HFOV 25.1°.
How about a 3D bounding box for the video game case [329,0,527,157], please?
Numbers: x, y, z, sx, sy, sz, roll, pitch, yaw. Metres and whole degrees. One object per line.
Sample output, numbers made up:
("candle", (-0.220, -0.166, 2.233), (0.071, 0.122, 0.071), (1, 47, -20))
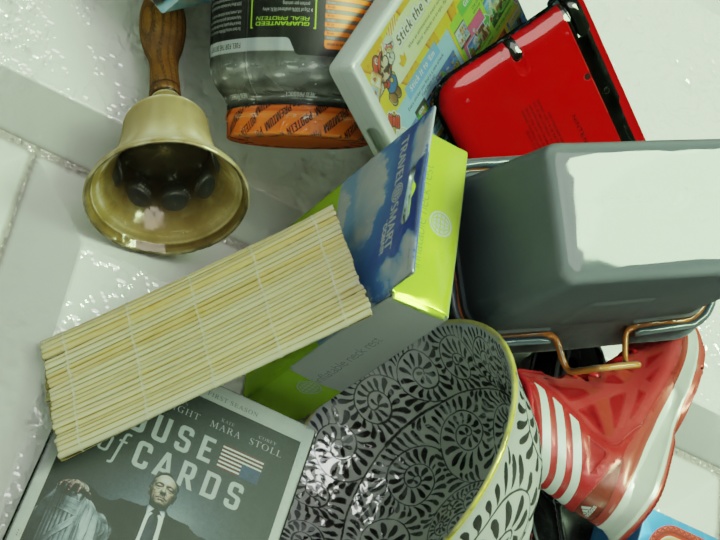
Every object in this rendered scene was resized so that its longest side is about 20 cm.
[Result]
("video game case", (0.064, -0.123, 1.079), (0.183, 0.023, 0.201), (60, 44, -33))

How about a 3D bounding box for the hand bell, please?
("hand bell", (-0.128, -0.119, 1.062), (0.103, 0.104, 0.201), (17, 45, -25))

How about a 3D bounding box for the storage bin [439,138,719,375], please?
("storage bin", (0.157, -0.015, 0.986), (0.198, 0.134, 0.147), (-3, 81, -21))

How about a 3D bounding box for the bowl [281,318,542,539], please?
("bowl", (0.042, 0.138, 0.965), (0.094, 0.200, 0.202), (42, 48, -27))

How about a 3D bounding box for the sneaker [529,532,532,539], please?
("sneaker", (0.080, 0.189, 1.039), (0.078, 0.075, 0.201), (39, 56, -24))

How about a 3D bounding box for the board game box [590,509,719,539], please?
("board game box", (0.221, 0.281, 1.048), (0.199, 0.056, 0.198), (25, 71, -20))

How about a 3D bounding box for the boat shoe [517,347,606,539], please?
("boat shoe", (0.150, 0.137, 1.104), (0.071, 0.068, 0.202), (17, 57, -26))

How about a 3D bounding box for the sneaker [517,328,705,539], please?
("sneaker", (0.152, 0.072, 1.050), (0.115, 0.079, 0.201), (31, 37, -4))

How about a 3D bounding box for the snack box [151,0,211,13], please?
("snack box", (-0.160, -0.271, 1.110), (0.201, 0.037, 0.116), (52, 25, 1))

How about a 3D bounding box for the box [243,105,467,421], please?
("box", (0.000, 0.000, 0.990), (0.047, 0.200, 0.123), (24, 55, -23))

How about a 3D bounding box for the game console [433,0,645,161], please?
("game console", (0.136, -0.090, 1.123), (0.172, 0.119, 0.201), (-34, 112, -12))

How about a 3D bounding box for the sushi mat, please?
("sushi mat", (-0.093, 0.034, 0.932), (0.198, 0.012, 0.096), (-25, 46, 1))

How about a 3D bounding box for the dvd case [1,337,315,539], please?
("dvd case", (-0.121, 0.148, 0.932), (0.149, 0.025, 0.201), (25, 54, -9))

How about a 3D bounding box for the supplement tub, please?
("supplement tub", (-0.038, -0.184, 1.062), (0.121, 0.122, 0.203), (4, 88, -32))
